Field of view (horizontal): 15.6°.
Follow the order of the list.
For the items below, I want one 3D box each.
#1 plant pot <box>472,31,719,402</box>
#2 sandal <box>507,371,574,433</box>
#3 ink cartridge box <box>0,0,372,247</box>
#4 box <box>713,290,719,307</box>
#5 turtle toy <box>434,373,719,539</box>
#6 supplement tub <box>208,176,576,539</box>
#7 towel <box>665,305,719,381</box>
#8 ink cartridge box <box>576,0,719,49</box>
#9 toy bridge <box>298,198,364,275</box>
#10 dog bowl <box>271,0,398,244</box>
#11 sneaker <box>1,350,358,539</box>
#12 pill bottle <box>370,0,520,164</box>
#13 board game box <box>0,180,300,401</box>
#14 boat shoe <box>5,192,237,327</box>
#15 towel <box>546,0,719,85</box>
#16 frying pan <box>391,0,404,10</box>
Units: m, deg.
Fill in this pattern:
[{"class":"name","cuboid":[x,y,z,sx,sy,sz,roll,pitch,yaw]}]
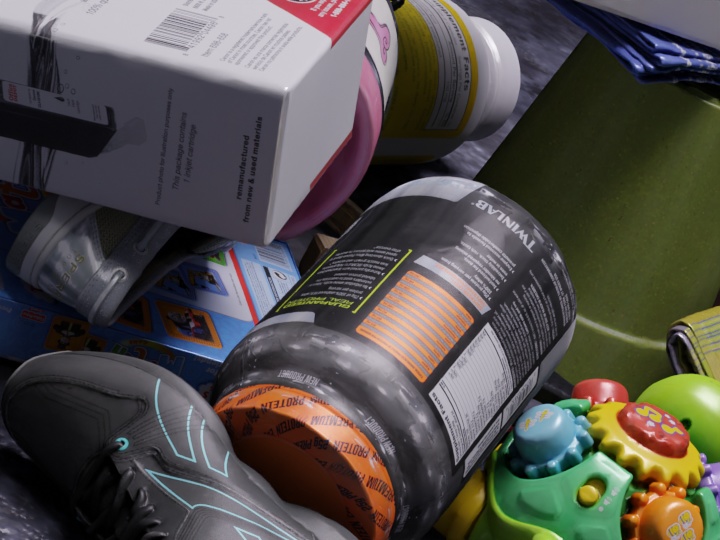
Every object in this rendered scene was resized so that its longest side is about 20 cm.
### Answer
[{"class":"plant pot","cuboid":[0.151,-0.043,1.529,0.200,0.190,0.200,23,24,-11]},{"class":"sandal","cuboid":[0.080,0.067,1.399,0.200,0.045,0.075,34,9,-42]},{"class":"ink cartridge box","cuboid":[-0.112,-0.096,1.233,0.200,0.084,0.144,15,28,11]},{"class":"box","cuboid":[0.198,-0.026,1.682,0.200,0.075,0.100,34,14,18]},{"class":"turtle toy","cuboid":[0.133,0.109,1.303,0.146,0.101,0.200,36,24,17]},{"class":"supplement tub","cuboid":[0.010,0.051,1.220,0.122,0.123,0.200,33,42,10]},{"class":"towel","cuboid":[0.249,0.082,1.518,0.200,0.023,0.144,-14,76,-56]},{"class":"ink cartridge box","cuboid":[0.130,-0.212,1.458,0.145,0.084,0.200,15,22,-27]},{"class":"toy bridge","cuboid":[0.000,0.000,1.476,0.067,0.027,0.200,16,26,-29]},{"class":"dog bowl","cuboid":[-0.076,-0.092,1.386,0.200,0.200,0.074,19,40,-21]},{"class":"sneaker","cuboid":[-0.079,0.103,1.115,0.200,0.075,0.079,34,27,16]},{"class":"pill bottle","cuboid":[0.010,-0.121,1.633,0.111,0.111,0.200,42,26,30]},{"class":"board game box","cuboid":[-0.115,0.009,1.316,0.200,0.037,0.151,18,26,-25]},{"class":"boat shoe","cuboid":[-0.090,-0.023,1.280,0.065,0.074,0.202,42,30,14]},{"class":"towel","cuboid":[0.181,-0.139,1.498,0.200,0.024,0.145,5,29,-46]},{"class":"frying pan","cuboid":[-0.080,-0.130,1.519,0.190,0.115,0.031,8,-29,25]}]
